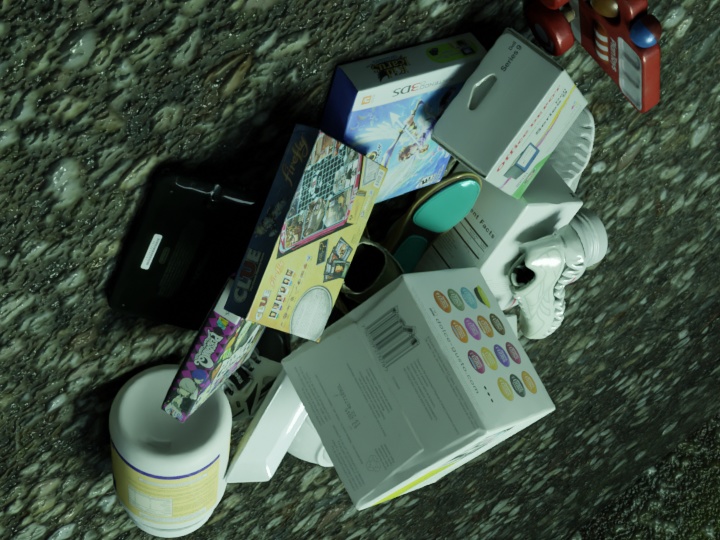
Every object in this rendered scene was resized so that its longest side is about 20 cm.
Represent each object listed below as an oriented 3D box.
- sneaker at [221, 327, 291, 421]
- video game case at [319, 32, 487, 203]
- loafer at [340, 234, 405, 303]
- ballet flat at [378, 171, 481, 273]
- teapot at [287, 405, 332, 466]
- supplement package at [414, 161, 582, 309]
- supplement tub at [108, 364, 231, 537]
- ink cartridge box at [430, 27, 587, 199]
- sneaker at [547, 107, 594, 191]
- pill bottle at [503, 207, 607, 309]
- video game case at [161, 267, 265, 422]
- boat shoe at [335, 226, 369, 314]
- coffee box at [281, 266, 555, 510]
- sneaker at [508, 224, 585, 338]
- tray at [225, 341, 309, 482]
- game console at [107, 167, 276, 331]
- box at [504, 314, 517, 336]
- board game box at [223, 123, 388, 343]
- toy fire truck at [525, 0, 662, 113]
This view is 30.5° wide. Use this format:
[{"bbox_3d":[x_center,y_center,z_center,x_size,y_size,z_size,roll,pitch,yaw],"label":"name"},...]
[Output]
[{"bbox_3d":[-0.147,0.129,1.641,0.088,0.074,0.201,-18,146,-37],"label":"sneaker"},{"bbox_3d":[0.036,-0.156,1.457,0.180,0.046,0.201,-19,147,-30],"label":"video game case"},{"bbox_3d":[0.000,0.000,1.509,0.076,0.067,0.200,-48,145,4],"label":"loafer"},{"bbox_3d":[0.072,-0.063,1.625,0.068,0.063,0.200,22,124,-31],"label":"ballet flat"},{"bbox_3d":[-0.031,0.198,1.808,0.198,0.147,0.199,-17,146,-32],"label":"teapot"},{"bbox_3d":[0.162,-0.053,1.682,0.120,0.120,0.201,-4,138,-46],"label":"supplement package"},{"bbox_3d":[-0.231,0.224,1.609,0.144,0.146,0.201,-24,150,-24],"label":"supplement tub"},{"bbox_3d":[0.169,-0.170,1.478,0.146,0.087,0.200,-54,163,6],"label":"ink cartridge box"},{"bbox_3d":[0.260,-0.143,1.744,0.082,0.074,0.201,-61,170,-48],"label":"sneaker"},{"bbox_3d":[0.246,-0.023,1.843,0.198,0.109,0.109,-20,148,-31],"label":"pill bottle"},{"bbox_3d":[-0.135,0.056,1.474,0.182,0.036,0.200,-60,174,24],"label":"video game case"},{"bbox_3d":[-0.009,-0.009,1.603,0.073,0.067,0.201,-31,152,-13],"label":"boat shoe"},{"bbox_3d":[0.070,0.134,1.549,0.199,0.201,0.197,-36,164,28],"label":"coffee box"},{"bbox_3d":[0.220,0.020,1.668,0.080,0.076,0.201,-13,145,-16],"label":"sneaker"},{"bbox_3d":[-0.098,0.173,1.635,0.201,0.022,0.107,-60,152,8],"label":"tray"},{"bbox_3d":[-0.163,-0.043,1.421,0.174,0.117,0.201,14,129,-20],"label":"game console"},{"bbox_3d":[0.099,0.127,1.709,0.198,0.126,0.097,-4,-179,32],"label":"box"},{"bbox_3d":[-0.054,-0.035,1.362,0.135,0.034,0.202,23,89,-56],"label":"board game box"},{"bbox_3d":[0.266,-0.278,1.410,0.111,0.169,0.201,-33,153,-7],"label":"toy fire truck"}]
